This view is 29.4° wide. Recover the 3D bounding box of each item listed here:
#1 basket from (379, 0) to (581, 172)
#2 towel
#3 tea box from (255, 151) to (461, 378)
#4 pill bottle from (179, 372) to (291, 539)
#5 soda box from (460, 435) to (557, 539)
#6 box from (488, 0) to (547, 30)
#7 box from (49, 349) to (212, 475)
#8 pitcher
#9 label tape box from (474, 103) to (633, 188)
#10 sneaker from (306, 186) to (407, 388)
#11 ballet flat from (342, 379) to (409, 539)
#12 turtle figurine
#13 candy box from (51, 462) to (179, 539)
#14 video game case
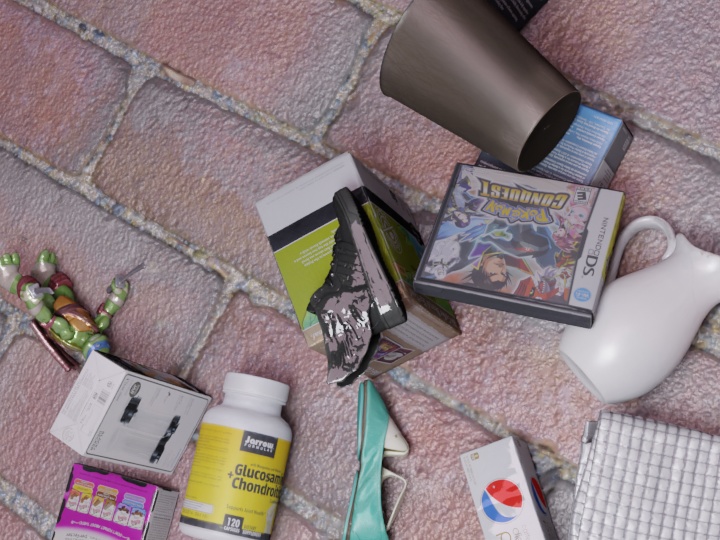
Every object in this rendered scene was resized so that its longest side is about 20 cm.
[{"bbox_3d":[0.141,-0.215,1.575,0.200,0.136,0.181,41,137,19],"label":"basket"},{"bbox_3d":[0.304,0.259,1.451,0.165,0.086,0.201,10,80,7],"label":"towel"},{"bbox_3d":[0.000,0.000,1.613,0.133,0.200,0.198,-27,68,14],"label":"tea box"},{"bbox_3d":[-0.146,0.230,1.663,0.111,0.112,0.201,7,79,25],"label":"pill bottle"},{"bbox_3d":[0.178,0.291,1.531,0.068,0.064,0.201,-23,68,16],"label":"soda box"},{"bbox_3d":[0.200,-0.411,1.669,0.200,0.148,0.107,-44,64,7],"label":"box"},{"bbox_3d":[-0.278,0.178,1.688,0.060,0.200,0.117,27,89,29],"label":"box"},{"bbox_3d":[0.305,0.039,1.526,0.200,0.121,0.172,-41,45,-3],"label":"pitcher"},{"bbox_3d":[0.210,-0.106,1.626,0.144,0.063,0.201,27,87,27],"label":"label tape box"},{"bbox_3d":[-0.019,0.016,1.472,0.104,0.060,0.201,-26,71,9],"label":"sneaker"},{"bbox_3d":[0.023,0.232,1.624,0.070,0.067,0.201,6,77,0],"label":"ballet flat"},{"bbox_3d":[-0.385,0.018,1.815,0.194,0.201,0.144,34,56,32],"label":"turtle figurine"},{"bbox_3d":[-0.322,0.358,1.735,0.136,0.061,0.201,11,80,26],"label":"candy box"},{"bbox_3d":[0.178,-0.032,1.522,0.199,0.026,0.181,12,55,15],"label":"video game case"}]
